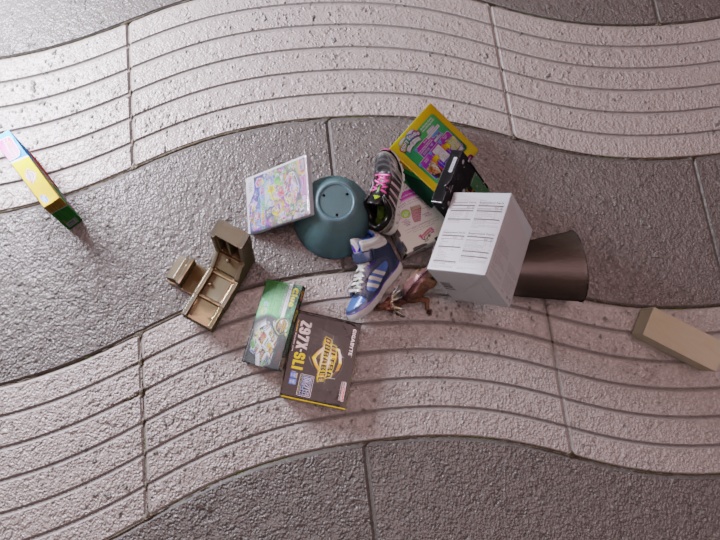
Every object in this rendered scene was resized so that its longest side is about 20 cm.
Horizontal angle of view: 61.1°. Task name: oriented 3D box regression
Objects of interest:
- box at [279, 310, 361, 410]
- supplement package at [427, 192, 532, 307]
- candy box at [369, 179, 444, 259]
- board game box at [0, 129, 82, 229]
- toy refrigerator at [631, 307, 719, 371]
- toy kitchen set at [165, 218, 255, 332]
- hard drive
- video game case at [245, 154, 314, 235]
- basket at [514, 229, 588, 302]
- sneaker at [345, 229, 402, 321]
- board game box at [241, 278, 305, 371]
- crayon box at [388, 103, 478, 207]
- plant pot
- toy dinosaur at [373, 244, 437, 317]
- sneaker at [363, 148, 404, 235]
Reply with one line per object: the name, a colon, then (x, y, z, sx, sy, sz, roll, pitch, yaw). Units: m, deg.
box: (-0.091, 0.208, 1.415, 0.157, 0.049, 0.204, 12, 76, -1)
supplement package: (0.272, -0.049, 1.372, 0.149, 0.152, 0.203, 6, 65, 38)
candy box: (0.124, -0.148, 1.511, 0.134, 0.061, 0.203, -22, 79, -12)
board game box: (-0.733, -0.203, 1.393, 0.040, 0.153, 0.201, -38, 83, -14)
toy refrigerator: (0.780, 0.170, 1.499, 0.197, 0.070, 0.077, 26, 83, 1)
toy kitchen set: (-0.359, -0.003, 1.368, 0.161, 0.181, 0.202, 27, 71, 2)
hard drive: (0.246, -0.178, 1.469, 0.037, 0.199, 0.142, 14, 76, 38)
video game case: (-0.194, -0.176, 1.446, 0.197, 0.018, 0.146, -14, 75, 33)
basket: (0.425, -0.006, 1.474, 0.196, 0.137, 0.183, -3, 63, -2)
sneaker: (0.000, 0.000, 1.431, 0.200, 0.080, 0.147, -48, 112, -22)
board game box: (-0.201, 0.125, 1.414, 0.103, 0.023, 0.204, 9, 75, 28)
crayon box: (0.172, -0.285, 1.499, 0.172, 0.058, 0.201, 42, 61, -2)
plant pot: (-0.062, -0.142, 1.454, 0.196, 0.135, 0.204, 1, 77, -5)
toy dinosaur: (0.126, 0.039, 1.424, 0.134, 0.202, 0.086, -4, 42, -44)
sneaker: (0.052, -0.180, 1.418, 0.073, 0.087, 0.204, 9, 103, 29)
